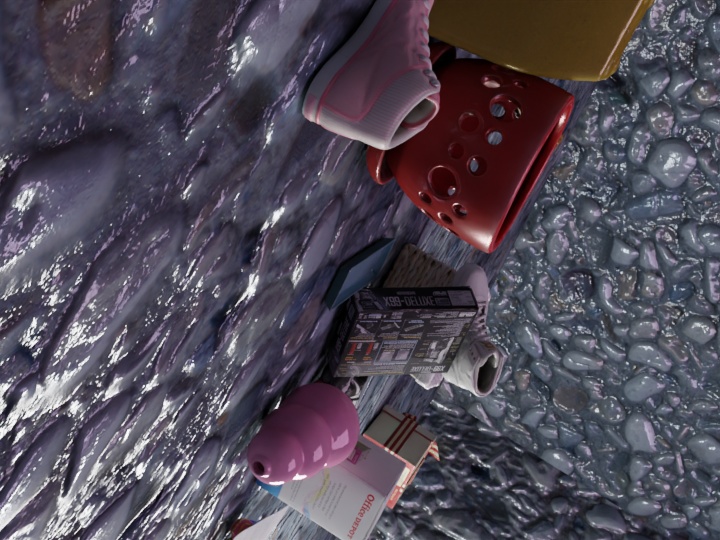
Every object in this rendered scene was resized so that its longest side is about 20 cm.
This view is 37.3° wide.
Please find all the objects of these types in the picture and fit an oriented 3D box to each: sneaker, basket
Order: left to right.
[{"bbox_3d":[-0.025,0.185,1.746,0.098,0.071,0.200,-56,168,-5],"label":"sneaker"},{"bbox_3d":[0.041,-0.187,0.964,0.201,0.104,0.076,-55,167,-28],"label":"sneaker"},{"bbox_3d":[0.109,0.079,1.838,0.199,0.160,0.200,-59,170,0],"label":"basket"},{"bbox_3d":[0.189,0.096,1.679,0.115,0.073,0.202,-153,-115,-61],"label":"sneaker"}]

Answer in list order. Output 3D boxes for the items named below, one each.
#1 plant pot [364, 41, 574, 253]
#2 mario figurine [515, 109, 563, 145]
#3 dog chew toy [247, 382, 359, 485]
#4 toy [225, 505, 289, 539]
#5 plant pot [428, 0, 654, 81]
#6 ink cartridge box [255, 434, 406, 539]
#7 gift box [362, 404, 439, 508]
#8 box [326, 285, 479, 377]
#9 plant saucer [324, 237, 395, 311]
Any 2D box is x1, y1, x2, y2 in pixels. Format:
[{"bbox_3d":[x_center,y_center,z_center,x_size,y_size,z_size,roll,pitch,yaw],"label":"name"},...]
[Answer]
[{"bbox_3d":[0.120,-0.149,1.209,0.201,0.182,0.201,-55,168,-17],"label":"plant pot"},{"bbox_3d":[0.307,-0.274,1.936,0.200,0.105,0.124,-87,-179,-63],"label":"mario figurine"},{"bbox_3d":[-0.086,0.238,1.503,0.200,0.124,0.125,-28,148,-55],"label":"dog chew toy"},{"bbox_3d":[-0.196,0.434,1.711,0.116,0.047,0.200,-58,166,14],"label":"toy"},{"bbox_3d":[0.206,-0.301,1.150,0.196,0.199,0.194,-62,169,18],"label":"plant pot"},{"bbox_3d":[-0.046,0.319,1.667,0.085,0.199,0.145,-45,163,-50],"label":"ink cartridge box"},{"bbox_3d":[0.088,0.490,2.774,0.185,0.199,0.187,-59,172,30],"label":"gift box"},{"bbox_3d":[0.063,0.094,1.628,0.158,0.198,0.050,110,-28,-44],"label":"box"},{"bbox_3d":[0.000,0.000,1.508,0.070,0.019,0.200,-64,168,21],"label":"plant saucer"}]
